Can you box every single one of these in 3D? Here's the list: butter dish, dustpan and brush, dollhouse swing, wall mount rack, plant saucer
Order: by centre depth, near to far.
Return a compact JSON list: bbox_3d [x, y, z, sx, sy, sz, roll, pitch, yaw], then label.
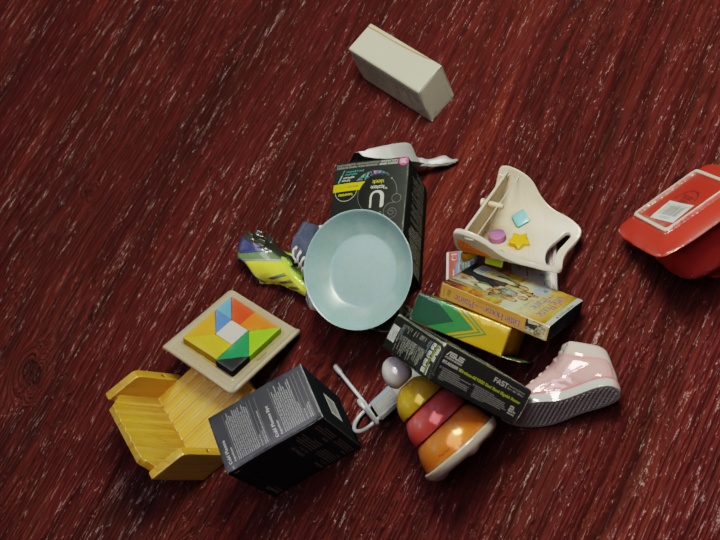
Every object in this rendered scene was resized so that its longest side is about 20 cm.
[{"bbox_3d":[0.543,-0.055,1.529,0.198,0.149,0.200,-34,17,3],"label":"butter dish"},{"bbox_3d":[0.000,0.000,1.633,0.197,0.039,0.206,-2,84,20],"label":"plant saucer"},{"bbox_3d":[0.037,0.178,1.656,0.199,0.075,0.174,-41,21,-2],"label":"wall mount rack"},{"bbox_3d":[-0.310,0.237,1.713,0.176,0.180,0.201,-50,56,17],"label":"dollhouse swing"},{"bbox_3d":[0.084,-0.206,1.801,0.196,0.140,0.058,-14,88,-6],"label":"dustpan and brush"}]

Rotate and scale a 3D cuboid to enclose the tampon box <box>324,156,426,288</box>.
[{"bbox_3d":[0.032,-0.081,1.743,0.147,0.126,0.204,-4,65,20],"label":"tampon box"}]

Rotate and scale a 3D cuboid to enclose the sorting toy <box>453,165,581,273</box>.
[{"bbox_3d":[0.276,-0.060,1.636,0.177,0.108,0.201,21,48,22],"label":"sorting toy"}]

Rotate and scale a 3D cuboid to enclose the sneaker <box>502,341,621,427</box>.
[{"bbox_3d":[0.315,0.180,1.547,0.197,0.076,0.106,-20,45,21],"label":"sneaker"}]

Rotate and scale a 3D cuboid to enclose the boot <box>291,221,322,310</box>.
[{"bbox_3d":[-0.091,-0.009,1.758,0.088,0.074,0.202,10,42,8],"label":"boot"}]

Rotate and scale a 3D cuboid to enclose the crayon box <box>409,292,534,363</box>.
[{"bbox_3d":[0.192,0.096,1.585,0.197,0.127,0.052,22,92,21],"label":"crayon box"}]

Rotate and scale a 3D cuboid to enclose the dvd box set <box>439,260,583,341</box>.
[{"bbox_3d":[0.248,0.046,1.579,0.198,0.145,0.030,23,118,29],"label":"dvd box set"}]

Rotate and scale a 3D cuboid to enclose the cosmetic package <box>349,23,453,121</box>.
[{"bbox_3d":[0.079,-0.388,1.882,0.199,0.104,0.073,37,82,30],"label":"cosmetic package"}]

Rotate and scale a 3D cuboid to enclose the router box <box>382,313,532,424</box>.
[{"bbox_3d":[0.150,0.154,1.504,0.063,0.198,0.149,-61,30,0],"label":"router box"}]

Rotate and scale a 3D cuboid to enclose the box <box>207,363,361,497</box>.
[{"bbox_3d":[-0.123,0.270,1.597,0.180,0.200,0.105,-31,60,4],"label":"box"}]

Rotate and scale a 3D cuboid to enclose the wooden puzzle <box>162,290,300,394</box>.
[{"bbox_3d":[-0.238,0.122,1.763,0.198,0.038,0.185,25,50,30],"label":"wooden puzzle"}]

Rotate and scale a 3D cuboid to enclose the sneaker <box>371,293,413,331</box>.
[{"bbox_3d":[0.021,0.074,1.712,0.198,0.088,0.079,13,92,46],"label":"sneaker"}]

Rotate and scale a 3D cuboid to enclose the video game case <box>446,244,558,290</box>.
[{"bbox_3d":[0.245,0.026,1.673,0.196,0.017,0.146,-6,65,19],"label":"video game case"}]

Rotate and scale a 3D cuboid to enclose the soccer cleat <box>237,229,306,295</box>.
[{"bbox_3d":[-0.156,0.001,1.828,0.199,0.064,0.085,35,115,24],"label":"soccer cleat"}]

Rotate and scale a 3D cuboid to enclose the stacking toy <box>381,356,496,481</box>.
[{"bbox_3d":[0.108,0.217,1.531,0.145,0.146,0.201,-39,82,0],"label":"stacking toy"}]
